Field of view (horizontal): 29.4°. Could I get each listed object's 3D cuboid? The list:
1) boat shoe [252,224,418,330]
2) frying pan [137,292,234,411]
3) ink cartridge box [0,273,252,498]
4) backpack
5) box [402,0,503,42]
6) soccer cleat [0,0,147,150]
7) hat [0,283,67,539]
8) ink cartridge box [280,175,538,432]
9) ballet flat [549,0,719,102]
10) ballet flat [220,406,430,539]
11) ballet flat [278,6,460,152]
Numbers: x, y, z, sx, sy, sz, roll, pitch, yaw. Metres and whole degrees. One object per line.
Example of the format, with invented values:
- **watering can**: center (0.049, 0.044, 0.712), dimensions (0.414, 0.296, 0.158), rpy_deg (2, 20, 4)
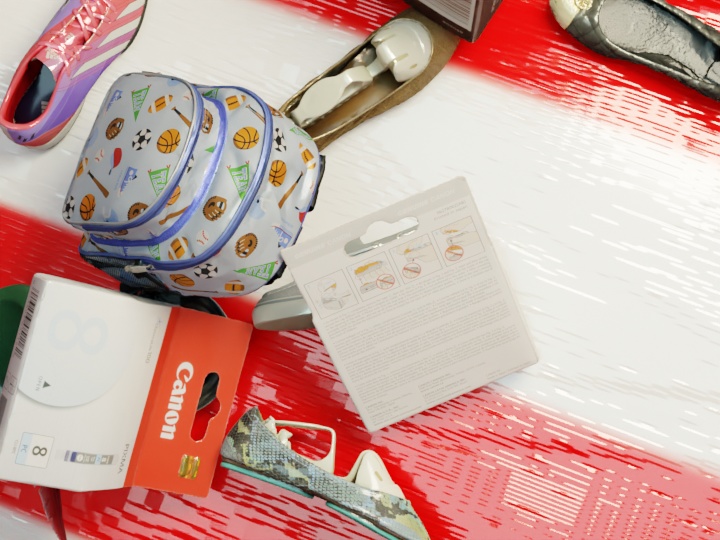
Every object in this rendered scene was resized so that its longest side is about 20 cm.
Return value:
- **boat shoe**: center (0.000, 0.000, 1.172), dimensions (0.199, 0.070, 0.072), rpy_deg (-15, 76, 1)
- **frying pan**: center (-0.200, 0.073, 1.202), dimensions (0.188, 0.031, 0.116), rpy_deg (-5, 85, 8)
- **ink cartridge box**: center (-0.189, 0.103, 1.120), dimensions (0.199, 0.047, 0.161), rpy_deg (15, 92, -27)
- **backpack**: center (-0.131, -0.070, 1.107), dimensions (0.189, 0.154, 0.202), rpy_deg (9, 79, 35)
- **box**: center (0.081, -0.328, 1.105), dimensions (0.164, 0.166, 0.201), rpy_deg (33, 81, 7)
- **soccer cleat**: center (-0.249, -0.197, 1.195), dimensions (0.068, 0.073, 0.201), rpy_deg (32, 92, 6)
- **hat**: center (-0.286, 0.141, 1.211), dimensions (0.165, 0.176, 0.201), rpy_deg (11, 67, 47)
- **ink cartridge box**: center (0.041, 0.022, 1.120), dimensions (0.160, 0.050, 0.201), rpy_deg (-23, 121, 5)
- **ballet flat**: center (0.253, -0.199, 1.151), dimensions (0.199, 0.057, 0.067), rpy_deg (24, 90, 6)
- **ballet flat**: center (-0.022, 0.173, 1.165), dimensions (0.199, 0.074, 0.075), rpy_deg (24, 91, 4)
- **ballet flat**: center (0.003, -0.165, 1.168), dimensions (0.199, 0.072, 0.068), rpy_deg (-33, 84, 4)
